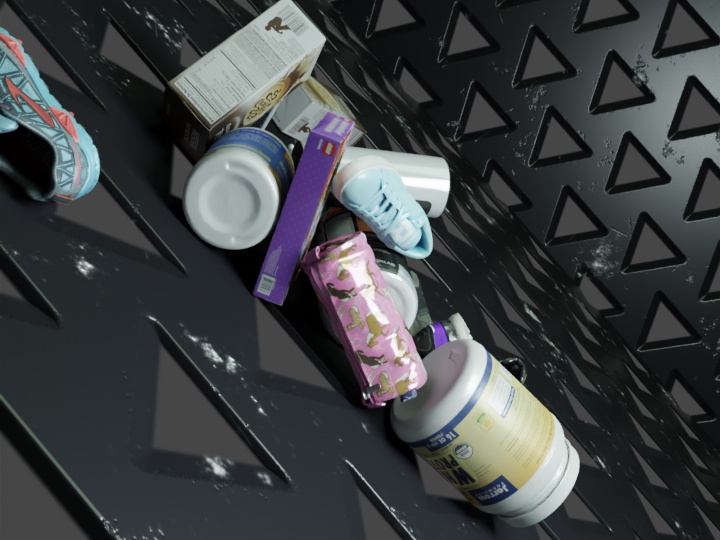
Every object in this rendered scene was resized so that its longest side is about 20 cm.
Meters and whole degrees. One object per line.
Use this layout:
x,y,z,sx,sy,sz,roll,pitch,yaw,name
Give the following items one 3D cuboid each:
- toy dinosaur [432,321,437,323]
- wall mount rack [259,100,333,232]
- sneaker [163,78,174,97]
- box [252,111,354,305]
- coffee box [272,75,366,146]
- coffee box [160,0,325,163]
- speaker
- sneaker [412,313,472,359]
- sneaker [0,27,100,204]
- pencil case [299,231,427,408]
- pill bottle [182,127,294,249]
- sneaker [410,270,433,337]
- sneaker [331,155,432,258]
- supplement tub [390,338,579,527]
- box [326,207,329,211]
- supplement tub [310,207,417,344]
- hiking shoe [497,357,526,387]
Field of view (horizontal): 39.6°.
0.122,0.098,1.511,0.200,0.048,0.088,38,5,-32,toy dinosaur
-0.093,-0.149,1.386,0.200,0.074,0.174,54,-9,18,wall mount rack
-0.223,-0.238,1.369,0.086,0.075,0.200,32,12,16,sneaker
-0.063,-0.074,1.150,0.039,0.201,0.137,21,19,-1,box
-0.089,-0.284,1.774,0.115,0.080,0.200,55,17,22,coffee box
-0.148,-0.236,1.251,0.080,0.200,0.113,47,-21,2,coffee box
0.009,-0.116,1.277,0.198,0.082,0.081,5,34,-19,speaker
0.105,0.158,1.278,0.070,0.099,0.201,-132,-155,-68,sneaker
-0.312,-0.141,0.866,0.200,0.079,0.096,46,18,-8,sneaker
0.004,0.055,1.132,0.087,0.082,0.201,-76,143,-79,pencil case
-0.136,-0.106,1.181,0.112,0.112,0.200,45,17,-12,pill bottle
0.078,0.084,1.378,0.114,0.076,0.200,43,20,-23,sneaker
0.038,-0.068,1.164,0.082,0.074,0.200,51,11,29,sneaker
0.148,0.193,1.177,0.200,0.144,0.145,43,17,-16,supplement tub
-0.012,-0.086,1.450,0.121,0.032,0.200,55,-13,21,box
0.000,0.000,1.276,0.122,0.122,0.200,40,18,-25,supplement tub
0.212,0.175,1.464,0.076,0.101,0.200,53,17,14,hiking shoe
